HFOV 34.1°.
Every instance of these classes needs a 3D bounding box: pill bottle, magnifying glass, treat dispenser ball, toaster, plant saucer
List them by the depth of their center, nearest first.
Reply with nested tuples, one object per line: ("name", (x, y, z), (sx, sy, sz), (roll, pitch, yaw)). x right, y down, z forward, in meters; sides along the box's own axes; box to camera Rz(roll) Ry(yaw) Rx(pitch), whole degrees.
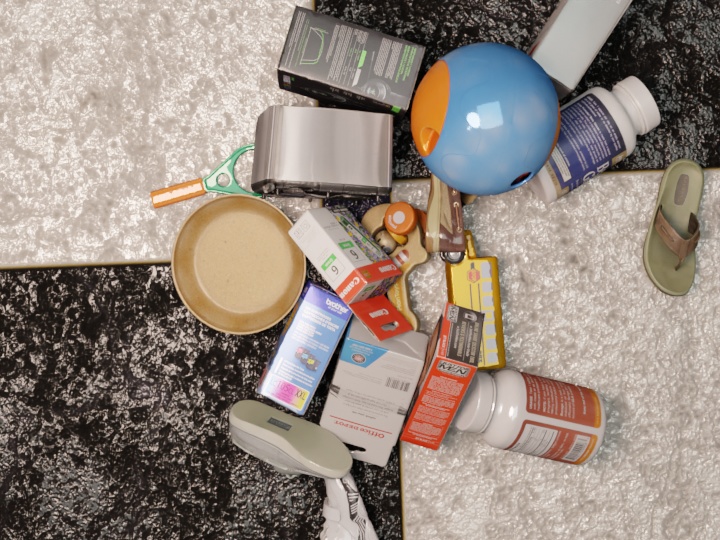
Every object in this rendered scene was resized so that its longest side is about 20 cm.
("treat dispenser ball", (0.167, -0.201, 1.565), (0.199, 0.201, 0.203), (0, 90, -2))
("toaster", (-0.055, -0.156, 1.618), (0.179, 0.200, 0.120), (2, 91, -12))
("pill bottle", (0.237, 0.203, 1.660), (0.198, 0.112, 0.113), (15, 90, -18))
("pill bottle", (0.324, -0.192, 1.682), (0.199, 0.111, 0.112), (-32, 92, -1))
("plant saucer", (-0.172, -0.010, 1.689), (0.198, 0.035, 0.202), (1, 96, 8))
("magnifying glass", (-0.207, -0.129, 1.710), (0.198, 0.022, 0.080), (-16, 91, -4))

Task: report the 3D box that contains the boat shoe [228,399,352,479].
("boat shoe", (-0.101, 0.254, 1.674), (0.199, 0.070, 0.072), (24, 126, 21))

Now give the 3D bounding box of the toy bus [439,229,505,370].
("toy bus", (0.162, 0.042, 1.701), (0.077, 0.065, 0.202), (-5, 91, -2))

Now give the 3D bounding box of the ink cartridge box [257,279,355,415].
("ink cartridge box", (-0.070, 0.091, 1.657), (0.076, 0.136, 0.201), (28, 89, -5))

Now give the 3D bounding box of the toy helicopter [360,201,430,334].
("toy helicopter", (0.041, 0.005, 1.688), (0.131, 0.079, 0.202), (-13, 79, 20))

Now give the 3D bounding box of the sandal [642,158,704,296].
("sandal", (0.461, -0.064, 1.715), (0.079, 0.057, 0.203), (6, 90, -2))

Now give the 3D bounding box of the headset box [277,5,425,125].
("headset box", (-0.009, -0.279, 1.639), (0.198, 0.174, 0.094), (17, 89, -3))

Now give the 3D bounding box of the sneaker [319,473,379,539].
("sneaker", (-0.042, 0.371, 1.690), (0.114, 0.075, 0.202), (-23, 95, -4))

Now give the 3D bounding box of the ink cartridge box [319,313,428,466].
("ink cartridge box", (0.013, 0.172, 1.672), (0.115, 0.068, 0.201), (17, 121, -2))

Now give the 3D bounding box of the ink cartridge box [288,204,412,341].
("ink cartridge box", (0.000, 0.000, 1.619), (0.200, 0.109, 0.050), (50, 116, 14))

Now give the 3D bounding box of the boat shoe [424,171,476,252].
("boat shoe", (0.136, -0.115, 1.670), (0.071, 0.072, 0.202), (4, 62, 9))

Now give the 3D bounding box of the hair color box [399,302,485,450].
("hair color box", (0.112, 0.149, 1.627), (0.061, 0.201, 0.102), (16, 46, -3))

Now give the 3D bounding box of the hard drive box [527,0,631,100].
("hard drive box", (0.307, -0.344, 1.659), (0.076, 0.156, 0.201), (33, 89, -2))
